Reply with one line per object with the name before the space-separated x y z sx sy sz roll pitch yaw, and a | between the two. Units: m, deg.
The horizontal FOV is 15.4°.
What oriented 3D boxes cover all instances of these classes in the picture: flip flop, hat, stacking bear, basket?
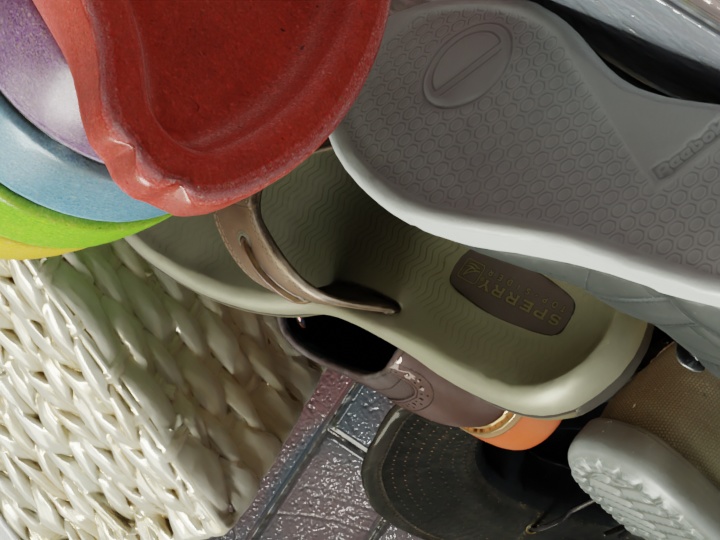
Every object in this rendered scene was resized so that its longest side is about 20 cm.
flip flop | -0.002 -0.014 0.815 0.200 0.081 0.058 26 177 35
hat | 0.101 0.049 1.028 0.200 0.081 0.201 1 153 1
stacking bear | -0.092 -0.049 0.694 0.200 0.114 0.122 -29 91 48
basket | -0.115 0.005 1.038 0.123 0.136 0.200 -10 125 36

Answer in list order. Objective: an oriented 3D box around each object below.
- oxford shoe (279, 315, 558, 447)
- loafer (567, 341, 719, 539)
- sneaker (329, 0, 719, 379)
oxford shoe | 0.000 0.000 0.937 0.072 0.071 0.200 17 -174 -31
loafer | 0.146 0.084 0.896 0.075 0.070 0.200 22 165 42
sneaker | 0.074 -0.011 0.717 0.200 0.071 0.099 24 166 45
